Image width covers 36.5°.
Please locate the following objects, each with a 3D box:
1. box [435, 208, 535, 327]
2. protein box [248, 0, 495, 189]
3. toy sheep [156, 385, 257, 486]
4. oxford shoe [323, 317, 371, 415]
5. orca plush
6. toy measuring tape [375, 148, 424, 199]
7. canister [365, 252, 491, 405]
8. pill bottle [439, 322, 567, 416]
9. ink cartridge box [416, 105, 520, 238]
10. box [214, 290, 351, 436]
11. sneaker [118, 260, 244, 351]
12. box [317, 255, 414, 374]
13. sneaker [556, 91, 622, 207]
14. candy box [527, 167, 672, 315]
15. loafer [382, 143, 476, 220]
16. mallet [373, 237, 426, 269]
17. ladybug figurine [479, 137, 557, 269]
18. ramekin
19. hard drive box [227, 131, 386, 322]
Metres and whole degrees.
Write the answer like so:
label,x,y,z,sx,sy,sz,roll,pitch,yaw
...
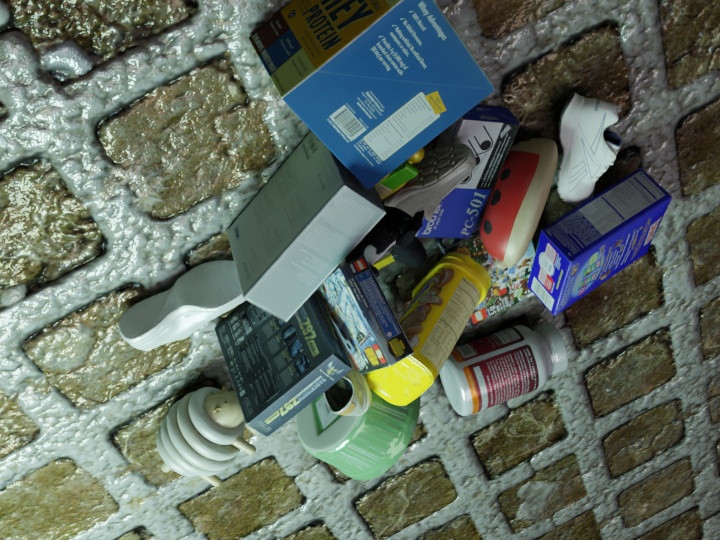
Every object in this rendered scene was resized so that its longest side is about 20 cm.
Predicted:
label,x,y,z,sx,sy,sz,roll,pitch,yaw
box,0.204,-0.012,1.695,0.136,0.038,0.201,-28,138,-2
protein box,0.015,-0.246,1.298,0.200,0.135,0.198,-38,137,9
toy sheep,-0.238,0.250,1.642,0.137,0.138,0.200,22,122,-41
oxford shoe,-0.049,0.120,1.575,0.075,0.201,0.058,-33,168,36
orca plush,0.004,-0.044,1.421,0.071,0.200,0.106,13,91,-23
toy measuring tape,0.007,-0.127,1.479,0.199,0.074,0.073,-29,143,34
canister,0.098,0.087,1.594,0.086,0.201,0.149,36,145,-4
pill bottle,0.240,0.159,1.822,0.198,0.113,0.114,-18,137,-11
ink cartridge box,0.142,-0.136,1.538,0.093,0.044,0.201,0,130,-26
box,-0.111,0.107,1.518,0.157,0.201,0.051,-40,134,11
sneaker,-0.231,0.054,1.512,0.199,0.076,0.089,-23,150,2
box,0.002,0.063,1.427,0.040,0.138,0.200,-26,178,-13
sneaker,0.330,-0.163,1.570,0.086,0.075,0.201,12,143,20
candy box,0.361,-0.044,1.665,0.199,0.077,0.170,-30,154,-16
loafer,0.082,-0.106,1.495,0.199,0.070,0.070,-30,134,32
mallet,0.000,0.000,1.602,0.199,0.041,0.066,-26,138,2
ladybug figurine,0.220,-0.100,1.543,0.071,0.201,0.136,20,165,0
ramekin,-0.010,0.212,1.682,0.097,0.201,0.200,28,114,-35
hard drive box,-0.075,-0.063,1.403,0.077,0.156,0.200,31,113,-33
